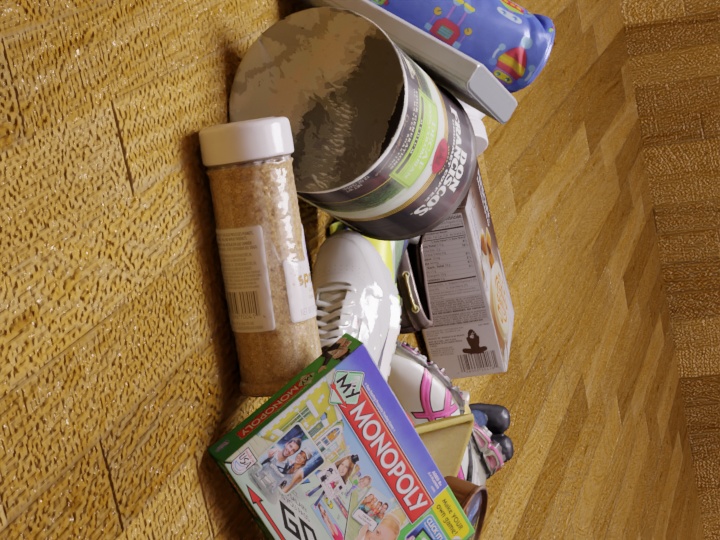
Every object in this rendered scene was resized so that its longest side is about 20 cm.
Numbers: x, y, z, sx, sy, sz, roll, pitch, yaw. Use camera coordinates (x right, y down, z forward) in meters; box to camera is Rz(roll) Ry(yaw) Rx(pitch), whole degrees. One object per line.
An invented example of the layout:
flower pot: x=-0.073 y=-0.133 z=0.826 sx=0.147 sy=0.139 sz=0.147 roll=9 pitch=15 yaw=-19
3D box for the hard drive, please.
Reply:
hard drive: x=0.034 y=-0.198 z=1.460 sx=0.026 sy=0.200 sz=0.132 roll=-58 pitch=159 yaw=2

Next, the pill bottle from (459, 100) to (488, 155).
pill bottle: x=0.060 y=-0.202 z=1.594 sx=0.112 sy=0.112 sz=0.201 roll=35 pitch=40 yaw=-66

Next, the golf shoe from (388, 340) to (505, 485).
golf shoe: x=0.057 y=0.146 z=1.563 sx=0.092 sy=0.073 sz=0.200 roll=-47 pitch=119 yaw=-19

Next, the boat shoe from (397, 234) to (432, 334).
boat shoe: x=0.036 y=-0.036 z=1.590 sx=0.072 sy=0.059 sz=0.201 roll=44 pitch=42 yaw=-63

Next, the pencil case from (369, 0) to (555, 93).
pencil case: x=0.082 y=-0.237 z=1.505 sx=0.200 sy=0.078 sz=0.087 roll=30 pitch=49 yaw=-12

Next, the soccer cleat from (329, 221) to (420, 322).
soccer cleat: x=0.000 y=0.000 z=1.492 sx=0.084 sy=0.065 sz=0.201 roll=27 pitch=58 yaw=-21

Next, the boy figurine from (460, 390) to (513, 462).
boy figurine: x=0.108 y=0.187 z=1.723 sx=0.200 sy=0.064 sz=0.125 roll=-29 pitch=114 yaw=-73

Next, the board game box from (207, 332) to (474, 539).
board game box: x=-0.010 y=0.164 z=1.239 sx=0.134 sy=0.029 sz=0.200 roll=-40 pitch=121 yaw=-16

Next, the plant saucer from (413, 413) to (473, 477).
plant saucer: x=0.021 y=0.210 z=1.385 sx=0.200 sy=0.048 sz=0.201 roll=4 pitch=104 yaw=-71

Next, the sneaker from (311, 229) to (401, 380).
sneaker: x=-0.016 y=0.057 z=1.380 sx=0.080 sy=0.076 sz=0.201 roll=34 pitch=50 yaw=-59

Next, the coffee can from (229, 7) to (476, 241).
coffee can: x=-0.002 y=-0.113 z=1.365 sx=0.200 sy=0.146 sz=0.147 roll=26 pitch=59 yaw=-68

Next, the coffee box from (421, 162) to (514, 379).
coffee box: x=0.098 y=-0.003 z=1.724 sx=0.115 sy=0.079 sz=0.201 roll=-75 pitch=153 yaw=-57

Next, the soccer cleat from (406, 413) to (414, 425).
soccer cleat: x=0.035 y=0.191 z=1.508 sx=0.200 sy=0.068 sz=0.085 roll=62 pitch=-9 yaw=-18

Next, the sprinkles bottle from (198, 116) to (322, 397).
sprinkles bottle: x=-0.071 y=-0.010 z=1.239 sx=0.068 sy=0.068 sz=0.201 roll=-26 pitch=109 yaw=-71

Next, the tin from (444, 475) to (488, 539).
tin: x=0.051 y=0.250 z=1.377 sx=0.200 sy=0.042 sz=0.112 roll=-47 pitch=147 yaw=-51
